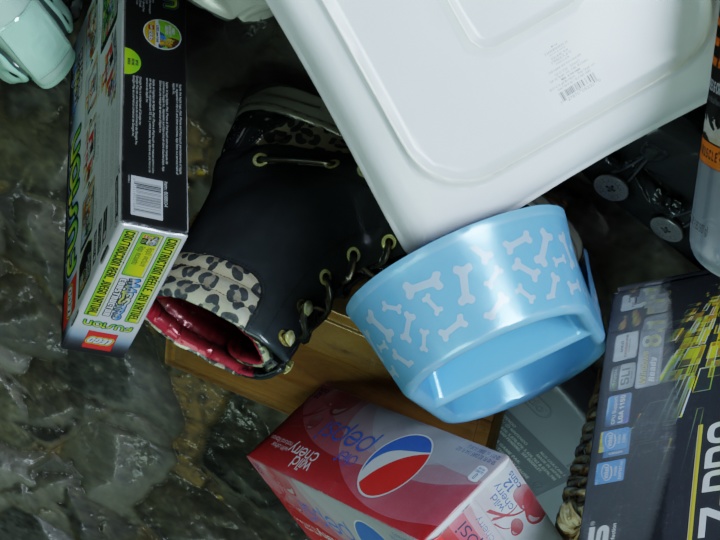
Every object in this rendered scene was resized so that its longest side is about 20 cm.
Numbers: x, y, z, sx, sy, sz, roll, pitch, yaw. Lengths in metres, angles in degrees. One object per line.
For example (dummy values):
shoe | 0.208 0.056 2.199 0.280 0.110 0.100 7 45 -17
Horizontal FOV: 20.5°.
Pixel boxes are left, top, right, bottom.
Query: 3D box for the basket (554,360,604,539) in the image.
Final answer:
basket | 0.204 0.144 1.027 0.198 0.149 0.144 8 126 12

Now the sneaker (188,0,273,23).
sneaker | -0.103 -0.209 0.984 0.199 0.077 0.085 34 117 -3

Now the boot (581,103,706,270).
boot | 0.128 -0.050 0.987 0.199 0.066 0.165 29 164 -18

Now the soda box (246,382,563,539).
soda box | 0.020 0.120 1.036 0.070 0.063 0.200 55 161 -23

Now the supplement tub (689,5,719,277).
supplement tub | 0.207 -0.092 0.816 0.122 0.122 0.202 11 104 21

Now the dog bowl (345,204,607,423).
dog bowl | 0.063 0.027 0.950 0.111 0.200 0.050 -26 74 7

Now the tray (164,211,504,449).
tray | -0.014 0.047 1.125 0.199 0.037 0.099 22 136 12

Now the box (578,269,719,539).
box | 0.182 0.085 0.897 0.160 0.201 0.049 -14 137 35

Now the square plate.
square plate | 0.063 -0.132 0.865 0.199 0.028 0.199 -29 100 4

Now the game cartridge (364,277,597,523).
game cartridge | 0.069 0.072 1.150 0.200 0.041 0.133 45 139 -13

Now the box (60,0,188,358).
box | -0.121 -0.070 1.017 0.034 0.201 0.110 10 142 -19

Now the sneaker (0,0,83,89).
sneaker | -0.183 -0.152 1.021 0.118 0.074 0.200 45 172 -12

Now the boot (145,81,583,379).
boot | -0.001 0.000 1.032 0.202 0.154 0.074 24 147 9
